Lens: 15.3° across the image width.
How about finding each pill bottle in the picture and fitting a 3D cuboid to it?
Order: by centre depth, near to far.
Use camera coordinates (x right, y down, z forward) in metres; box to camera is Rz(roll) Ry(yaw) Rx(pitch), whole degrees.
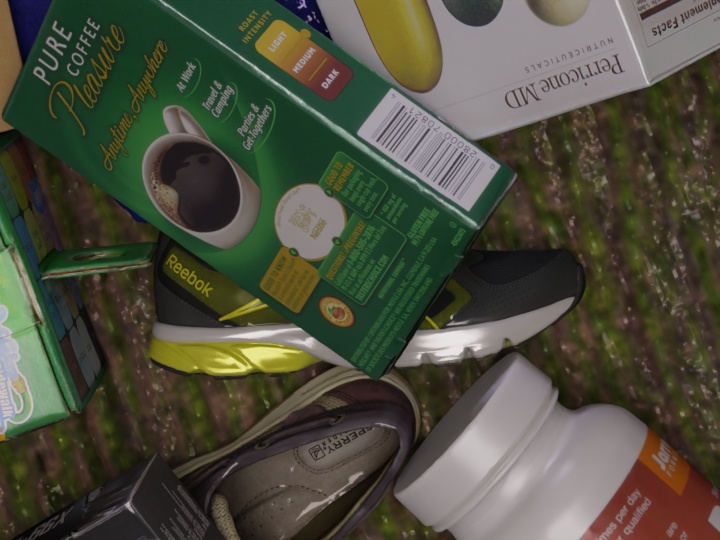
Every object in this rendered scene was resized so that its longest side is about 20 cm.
[{"bbox_3d":[0.116,0.132,1.189,0.200,0.112,0.112,42,96,-5],"label":"pill bottle"}]

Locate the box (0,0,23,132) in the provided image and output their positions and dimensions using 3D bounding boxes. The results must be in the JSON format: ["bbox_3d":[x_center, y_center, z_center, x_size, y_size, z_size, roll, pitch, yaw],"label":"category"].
[{"bbox_3d":[-0.233,-0.133,1.111,0.163,0.021,0.201,-15,117,-10],"label":"box"}]

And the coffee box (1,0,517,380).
[{"bbox_3d":[-0.044,-0.053,1.105,0.199,0.044,0.123,34,140,3],"label":"coffee box"}]

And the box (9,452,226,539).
[{"bbox_3d":[-0.096,0.201,1.196,0.157,0.050,0.200,-30,105,23],"label":"box"}]

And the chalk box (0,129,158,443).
[{"bbox_3d":[-0.187,0.015,1.173,0.199,0.124,0.124,-21,97,2],"label":"chalk box"}]

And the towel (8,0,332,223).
[{"bbox_3d":[-0.105,-0.132,1.162,0.147,0.050,0.200,-34,107,27],"label":"towel"}]

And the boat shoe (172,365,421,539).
[{"bbox_3d":[-0.056,0.117,1.212,0.200,0.065,0.072,-37,98,6],"label":"boat shoe"}]

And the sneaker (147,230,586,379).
[{"bbox_3d":[0.000,0.000,1.192,0.199,0.074,0.085,-6,97,2],"label":"sneaker"}]

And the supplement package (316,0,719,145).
[{"bbox_3d":[0.067,-0.171,1.103,0.151,0.150,0.201,-16,99,44],"label":"supplement package"}]
